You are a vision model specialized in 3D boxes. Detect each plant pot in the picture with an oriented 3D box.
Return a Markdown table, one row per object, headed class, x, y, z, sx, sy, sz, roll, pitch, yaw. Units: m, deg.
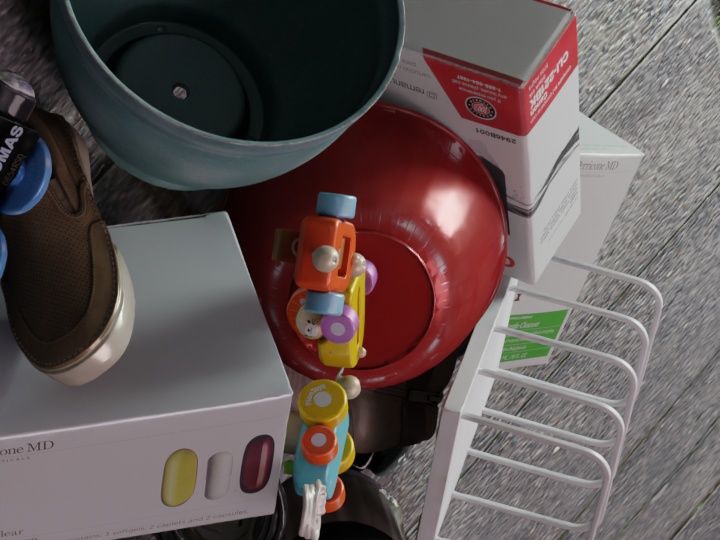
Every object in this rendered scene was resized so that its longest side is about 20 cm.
| class | x | y | z | sx | sy | sz | roll | pitch | yaw |
| --- | --- | --- | --- | --- | --- | --- | --- | --- | --- |
| plant pot | -0.091 | -0.128 | 1.142 | 0.200 | 0.201 | 0.134 | -31 | 169 | -32 |

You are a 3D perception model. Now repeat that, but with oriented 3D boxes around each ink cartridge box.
| class | x | y | z | sx | sy | sz | roll | pitch | yaw |
| --- | --- | --- | --- | --- | --- | --- | --- | --- | --- |
| ink cartridge box | 0.073 | -0.101 | 1.385 | 0.084 | 0.143 | 0.201 | -54 | 152 | -31 |

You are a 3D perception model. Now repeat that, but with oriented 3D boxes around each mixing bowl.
| class | x | y | z | sx | sy | sz | roll | pitch | yaw |
| --- | --- | --- | --- | --- | --- | --- | --- | --- | --- |
| mixing bowl | 0.000 | 0.000 | 1.305 | 0.109 | 0.199 | 0.201 | -88 | -160 | -69 |

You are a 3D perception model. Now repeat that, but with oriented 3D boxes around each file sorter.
| class | x | y | z | sx | sy | sz | roll | pitch | yaw |
| --- | --- | --- | --- | --- | --- | --- | --- | --- | --- |
| file sorter | 0.130 | 0.100 | 1.423 | 0.201 | 0.123 | 0.140 | -64 | 166 | -48 |

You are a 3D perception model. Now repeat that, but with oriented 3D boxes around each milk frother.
| class | x | y | z | sx | sy | sz | roll | pitch | yaw |
| --- | --- | --- | --- | --- | --- | --- | --- | --- | --- |
| milk frother | -0.050 | 0.186 | 1.391 | 0.179 | 0.188 | 0.202 | -9 | 103 | -4 |

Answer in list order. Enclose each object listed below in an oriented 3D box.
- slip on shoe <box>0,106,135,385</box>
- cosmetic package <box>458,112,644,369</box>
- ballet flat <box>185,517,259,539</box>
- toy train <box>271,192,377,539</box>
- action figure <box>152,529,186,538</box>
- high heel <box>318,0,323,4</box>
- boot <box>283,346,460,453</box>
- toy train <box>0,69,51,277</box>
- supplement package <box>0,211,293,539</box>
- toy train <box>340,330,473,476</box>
| class | x | y | z | sx | sy | sz | roll | pitch | yaw |
| --- | --- | --- | --- | --- | --- | --- | --- | --- | --- |
| slip on shoe | -0.177 | -0.022 | 1.109 | 0.076 | 0.201 | 0.061 | -29 | 137 | 15 |
| cosmetic package | 0.133 | -0.027 | 1.607 | 0.107 | 0.085 | 0.201 | -5 | 125 | -49 |
| ballet flat | -0.099 | 0.144 | 1.477 | 0.062 | 0.067 | 0.202 | -51 | 156 | -68 |
| toy train | -0.033 | 0.052 | 1.182 | 0.150 | 0.055 | 0.202 | -18 | 115 | -79 |
| action figure | -0.135 | 0.115 | 1.373 | 0.199 | 0.105 | 0.194 | -33 | 155 | -20 |
| high heel | -0.048 | -0.173 | 1.281 | 0.067 | 0.096 | 0.200 | -24 | 160 | -27 |
| boot | 0.005 | 0.031 | 1.431 | 0.145 | 0.070 | 0.202 | 10 | 97 | -25 |
| toy train | -0.248 | -0.030 | 1.074 | 0.086 | 0.114 | 0.201 | 21 | 102 | -53 |
| supplement package | -0.158 | 0.066 | 1.171 | 0.198 | 0.156 | 0.111 | -7 | 136 | -17 |
| toy train | 0.019 | 0.072 | 1.533 | 0.085 | 0.114 | 0.201 | 35 | 85 | -18 |
